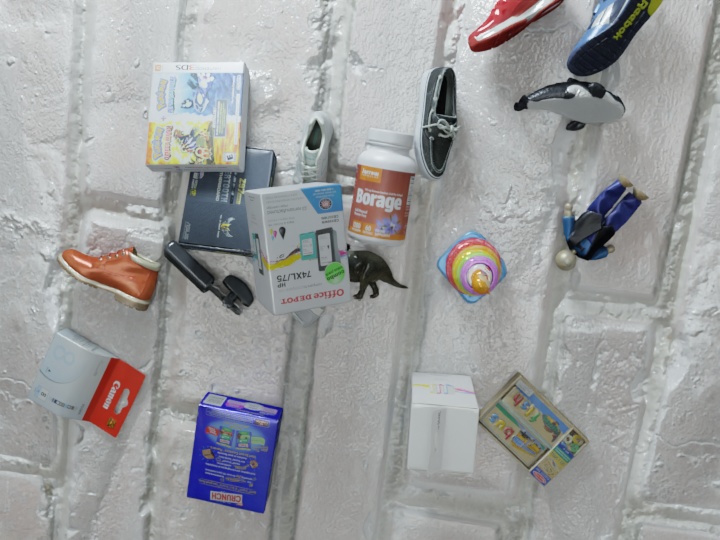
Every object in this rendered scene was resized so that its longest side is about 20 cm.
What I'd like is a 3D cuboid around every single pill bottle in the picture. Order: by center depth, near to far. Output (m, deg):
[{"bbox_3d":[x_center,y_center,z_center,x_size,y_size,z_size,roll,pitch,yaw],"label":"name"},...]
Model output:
[{"bbox_3d":[0.042,-0.154,1.248,0.109,0.112,0.205,9,100,3],"label":"pill bottle"}]

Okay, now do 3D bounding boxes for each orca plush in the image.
[{"bbox_3d":[0.379,-0.315,1.233,0.195,0.072,0.106,-4,144,9],"label":"orca plush"}]

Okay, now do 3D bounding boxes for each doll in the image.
[{"bbox_3d":[0.435,-0.084,1.262,0.135,0.049,0.201,35,107,-11],"label":"doll"}]

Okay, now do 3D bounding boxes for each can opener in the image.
[{"bbox_3d":[-0.299,0.009,1.343,0.200,0.053,0.067,44,68,-3],"label":"can opener"}]

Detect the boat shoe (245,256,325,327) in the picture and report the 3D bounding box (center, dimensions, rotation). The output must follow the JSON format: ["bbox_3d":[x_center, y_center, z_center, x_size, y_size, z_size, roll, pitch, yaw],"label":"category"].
[{"bbox_3d":[-0.160,0.031,1.323,0.199,0.072,0.069,42,100,-12],"label":"boat shoe"}]

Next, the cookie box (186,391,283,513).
[{"bbox_3d":[-0.256,0.371,1.379,0.167,0.075,0.205,11,100,2],"label":"cookie box"}]

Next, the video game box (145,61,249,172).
[{"bbox_3d":[-0.302,-0.286,1.257,0.178,0.047,0.205,0,80,7],"label":"video game box"}]

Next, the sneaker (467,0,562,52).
[{"bbox_3d":[0.259,-0.483,1.205,0.197,0.078,0.117,-30,88,-4],"label":"sneaker"}]

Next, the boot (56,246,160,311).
[{"bbox_3d":[-0.494,-0.011,1.339,0.197,0.075,0.109,26,98,-9],"label":"boot"}]

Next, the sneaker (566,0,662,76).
[{"bbox_3d":[0.443,-0.434,1.196,0.073,0.083,0.200,27,121,-28],"label":"sneaker"}]

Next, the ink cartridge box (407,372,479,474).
[{"bbox_3d":[0.152,0.288,1.269,0.122,0.200,0.132,3,100,4],"label":"ink cartridge box"}]

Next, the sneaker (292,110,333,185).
[{"bbox_3d":[-0.095,-0.197,1.269,0.069,0.080,0.205,7,101,1],"label":"sneaker"}]

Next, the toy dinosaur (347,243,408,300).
[{"bbox_3d":[0.000,0.000,1.297,0.196,0.077,0.104,17,111,5],"label":"toy dinosaur"}]

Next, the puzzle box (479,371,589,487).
[{"bbox_3d":[0.340,0.318,1.349,0.199,0.025,0.133,42,101,-3],"label":"puzzle box"}]

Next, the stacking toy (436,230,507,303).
[{"bbox_3d":[0.210,0.006,1.217,0.109,0.200,0.116,-41,94,10],"label":"stacking toy"}]

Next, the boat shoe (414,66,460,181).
[{"bbox_3d":[0.148,-0.266,1.234,0.072,0.068,0.204,2,96,-33],"label":"boat shoe"}]

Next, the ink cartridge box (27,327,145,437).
[{"bbox_3d":[-0.566,0.239,1.394,0.197,0.047,0.162,30,100,1],"label":"ink cartridge box"}]

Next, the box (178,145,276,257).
[{"bbox_3d":[-0.248,-0.133,1.274,0.154,0.051,0.205,7,81,3],"label":"box"}]

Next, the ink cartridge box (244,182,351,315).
[{"bbox_3d":[-0.111,-0.043,1.181,0.144,0.146,0.205,-10,101,-19],"label":"ink cartridge box"}]
